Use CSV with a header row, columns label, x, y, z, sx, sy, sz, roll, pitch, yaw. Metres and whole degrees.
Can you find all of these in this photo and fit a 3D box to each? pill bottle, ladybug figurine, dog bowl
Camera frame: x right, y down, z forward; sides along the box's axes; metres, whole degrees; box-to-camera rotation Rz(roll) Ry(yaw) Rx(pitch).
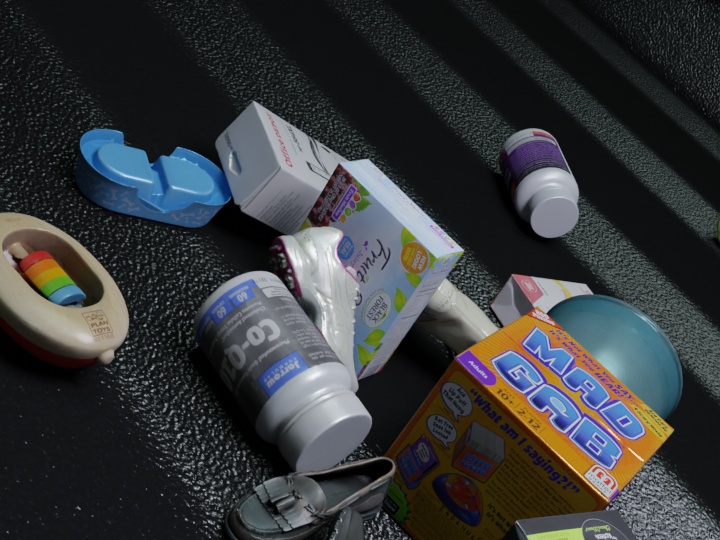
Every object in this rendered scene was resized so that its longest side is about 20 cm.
label,x,y,z,sx,sy,sz,roll,pitch,yaw
pill bottle,0.308,-0.146,1.934,0.111,0.112,0.201,21,32,-21
ladybug figurine,-0.310,0.027,1.115,0.200,0.072,0.135,47,32,23
pill bottle,-0.081,0.107,1.179,0.113,0.114,0.200,-4,46,-47
dog bowl,-0.257,-0.109,1.390,0.199,0.050,0.112,13,36,-33

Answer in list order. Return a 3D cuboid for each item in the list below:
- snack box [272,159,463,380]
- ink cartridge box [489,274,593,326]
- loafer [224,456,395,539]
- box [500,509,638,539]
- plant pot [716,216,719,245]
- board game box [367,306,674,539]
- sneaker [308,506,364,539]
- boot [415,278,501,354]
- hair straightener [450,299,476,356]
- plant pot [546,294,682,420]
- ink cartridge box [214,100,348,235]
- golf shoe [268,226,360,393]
label,x,y,z,sx,sy,sz,roll,pitch,yaw
snack box,0.000,0.000,1.328,0.169,0.201,0.067,46,32,20
ink cartridge box,0.299,0.075,1.644,0.199,0.068,0.117,7,39,-38
loafer,-0.045,0.217,1.103,0.199,0.063,0.072,-5,47,-48
box,0.163,0.326,1.008,0.148,0.201,0.125,4,41,-41
plant pot,0.835,-0.089,2.320,0.189,0.201,0.200,-10,49,-33
board game box,0.167,0.198,1.198,0.200,0.200,0.199,43,32,17
sneaker,-0.020,0.302,1.010,0.090,0.076,0.201,33,38,-14
boot,0.110,0.064,1.431,0.154,0.072,0.200,41,-8,-8
hair straightener,0.157,0.110,1.480,0.076,0.041,0.201,19,33,-24
plant pot,0.262,0.162,1.376,0.200,0.201,0.188,40,44,11
ink cartridge box,-0.079,-0.112,1.488,0.199,0.084,0.146,28,27,-42
golf shoe,-0.030,0.045,1.267,0.091,0.201,0.075,-25,15,-24
